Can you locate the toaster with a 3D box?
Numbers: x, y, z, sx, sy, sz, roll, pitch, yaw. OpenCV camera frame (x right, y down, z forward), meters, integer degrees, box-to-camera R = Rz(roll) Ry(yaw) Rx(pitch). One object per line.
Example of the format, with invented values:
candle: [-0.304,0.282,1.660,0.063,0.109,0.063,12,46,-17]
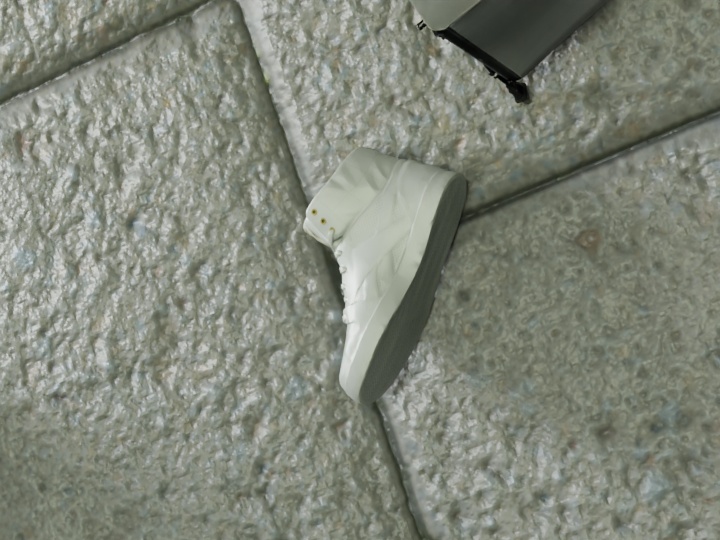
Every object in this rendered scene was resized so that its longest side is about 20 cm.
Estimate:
toaster: [0.087,-0.250,1.467,0.119,0.200,0.181,-38,67,15]

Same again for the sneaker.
sneaker: [0.000,0.000,1.556,0.115,0.074,0.200,20,87,24]
